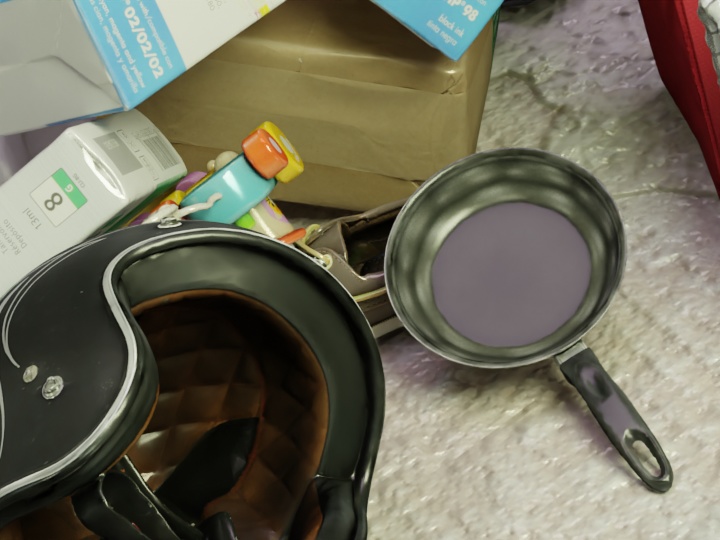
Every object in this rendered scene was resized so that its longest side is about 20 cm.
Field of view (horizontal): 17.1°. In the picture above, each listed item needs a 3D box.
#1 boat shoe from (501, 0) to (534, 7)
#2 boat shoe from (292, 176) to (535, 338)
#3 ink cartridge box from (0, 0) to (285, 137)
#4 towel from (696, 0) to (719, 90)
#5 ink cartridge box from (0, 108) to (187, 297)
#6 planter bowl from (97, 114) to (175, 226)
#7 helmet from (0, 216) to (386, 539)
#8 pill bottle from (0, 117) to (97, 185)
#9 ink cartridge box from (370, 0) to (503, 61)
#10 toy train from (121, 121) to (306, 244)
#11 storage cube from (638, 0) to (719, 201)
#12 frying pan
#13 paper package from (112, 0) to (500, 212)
[{"bbox_3d":[0.034,-0.192,1.430,0.199,0.073,0.063,8,40,28],"label":"boat shoe"},{"bbox_3d":[0.000,0.000,1.189,0.199,0.060,0.072,-15,35,7],"label":"boat shoe"},{"bbox_3d":[-0.091,-0.143,1.138,0.115,0.068,0.200,-5,27,47],"label":"ink cartridge box"},{"bbox_3d":[0.251,-0.066,1.029,0.165,0.200,0.086,-29,36,-12],"label":"towel"},{"bbox_3d":[-0.180,0.004,1.123,0.200,0.050,0.161,-40,2,9],"label":"ink cartridge box"},{"bbox_3d":[-0.164,-0.088,1.376,0.200,0.084,0.201,-13,35,9],"label":"planter bowl"},{"bbox_3d":[-0.089,0.077,1.014,0.199,0.200,0.191,-11,35,14],"label":"helmet"},{"bbox_3d":[-0.237,-0.029,1.282,0.200,0.112,0.112,-24,30,26],"label":"pill bottle"},{"bbox_3d":[0.063,-0.215,1.167,0.200,0.067,0.116,-53,34,7],"label":"ink cartridge box"},{"bbox_3d":[-0.097,0.000,1.173,0.150,0.056,0.200,-41,7,-30],"label":"toy train"},{"bbox_3d":[0.226,-0.152,1.180,0.199,0.180,0.171,-19,34,4],"label":"storage cube"},{"bbox_3d":[0.097,0.014,1.103,0.190,0.031,0.115,32,75,25],"label":"frying pan"},{"bbox_3d":[-0.022,-0.130,1.301,0.190,0.104,0.200,8,38,3],"label":"paper package"}]
